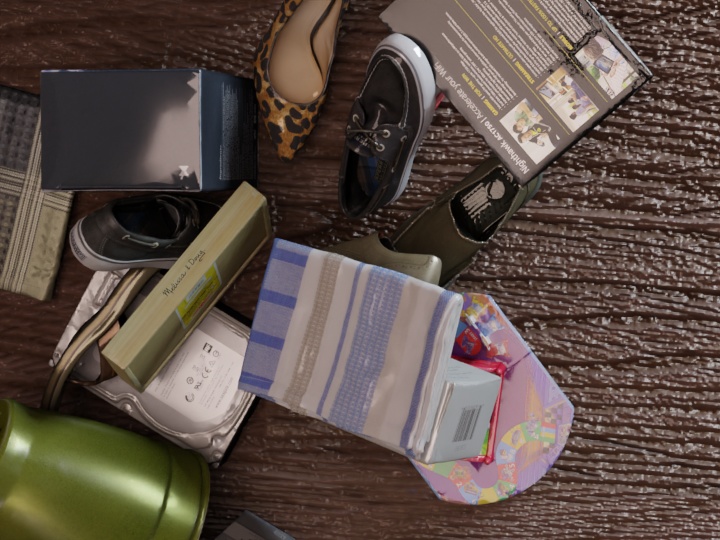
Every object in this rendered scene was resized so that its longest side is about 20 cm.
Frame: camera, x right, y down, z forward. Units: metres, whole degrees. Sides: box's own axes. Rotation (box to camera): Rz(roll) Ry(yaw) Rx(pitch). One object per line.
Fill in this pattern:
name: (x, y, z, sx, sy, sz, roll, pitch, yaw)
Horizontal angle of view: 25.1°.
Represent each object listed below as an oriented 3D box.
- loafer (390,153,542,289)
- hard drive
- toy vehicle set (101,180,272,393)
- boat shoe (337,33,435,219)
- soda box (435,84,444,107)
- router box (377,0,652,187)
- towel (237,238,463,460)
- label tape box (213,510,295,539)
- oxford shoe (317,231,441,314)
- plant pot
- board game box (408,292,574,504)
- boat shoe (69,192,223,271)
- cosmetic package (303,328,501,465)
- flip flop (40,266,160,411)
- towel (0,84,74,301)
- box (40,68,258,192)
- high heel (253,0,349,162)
loafer: (0.082, -0.039, 1.488, 0.075, 0.070, 0.200, 44, 100, 5)
hard drive: (-0.187, 0.081, 1.565, 0.199, 0.038, 0.140, 31, 99, 8)
toy vehicle set: (-0.154, 0.018, 1.476, 0.026, 0.124, 0.200, 37, 78, 8)
boat shoe: (0.013, -0.120, 1.441, 0.070, 0.066, 0.200, 37, 144, 15)
soda box: (0.090, -0.232, 1.473, 0.063, 0.070, 0.200, 38, 99, 4)
router box: (0.134, -0.196, 1.408, 0.149, 0.051, 0.200, -40, 89, 11)
towel: (-0.012, 0.065, 1.403, 0.199, 0.024, 0.148, 18, 95, 29)
label tape box: (-0.138, 0.316, 1.488, 0.066, 0.200, 0.144, 30, 99, 5)
oxford shoe: (0.000, 0.000, 1.482, 0.199, 0.070, 0.075, 19, 79, 43)
plant pot: (-0.272, 0.215, 1.470, 0.192, 0.200, 0.201, 31, 101, -25)
board game box: (0.097, 0.124, 1.511, 0.158, 0.039, 0.200, -38, 86, 11)
boat shoe: (-0.178, -0.040, 1.471, 0.057, 0.200, 0.069, -36, 78, 33)
cosmetic package: (0.012, 0.102, 1.463, 0.199, 0.113, 0.082, 21, 98, 26)
flip flop: (-0.235, 0.064, 1.523, 0.057, 0.081, 0.200, 39, 94, -8)
towel: (-0.371, -0.084, 1.596, 0.191, 0.035, 0.201, 15, 94, 6)
box: (-0.187, -0.125, 1.468, 0.147, 0.200, 0.108, 1, 94, 10)
high heel: (-0.049, -0.197, 1.463, 0.071, 0.142, 0.201, 6, 93, -16)
